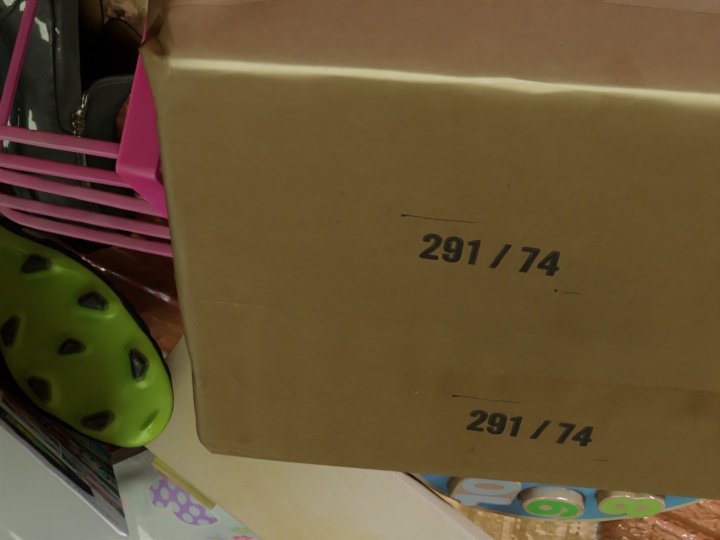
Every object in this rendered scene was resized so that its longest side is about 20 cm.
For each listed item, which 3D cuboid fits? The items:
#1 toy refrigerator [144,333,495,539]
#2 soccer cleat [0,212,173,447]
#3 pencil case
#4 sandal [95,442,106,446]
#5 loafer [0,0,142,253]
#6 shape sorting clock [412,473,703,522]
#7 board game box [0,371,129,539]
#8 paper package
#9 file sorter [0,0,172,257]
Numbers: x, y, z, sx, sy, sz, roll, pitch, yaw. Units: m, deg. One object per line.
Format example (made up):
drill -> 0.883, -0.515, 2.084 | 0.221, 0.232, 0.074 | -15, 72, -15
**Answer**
toy refrigerator -> -0.017, 0.111, 0.955 | 0.200, 0.070, 0.076 | 39, 180, 3
soccer cleat -> -0.161, 0.006, 0.929 | 0.200, 0.081, 0.068 | 39, 95, 6
pencil case -> -0.080, 0.110, 1.082 | 0.090, 0.084, 0.200 | 30, 136, -28
sandal -> -0.184, 0.060, 1.056 | 0.198, 0.054, 0.081 | -11, 124, 29
loafer -> -0.124, -0.082, 0.866 | 0.072, 0.073, 0.201 | -7, 141, 9
shape sorting clock -> 0.113, 0.071, 0.929 | 0.198, 0.040, 0.201 | 2, 145, 1
board game box -> -0.182, 0.074, 0.906 | 0.147, 0.064, 0.200 | 44, 176, -10
paper package -> 0.048, -0.028, 0.560 | 0.198, 0.104, 0.191 | 3, 143, 3
file sorter -> -0.091, -0.087, 0.686 | 0.124, 0.140, 0.200 | 10, 171, 9
